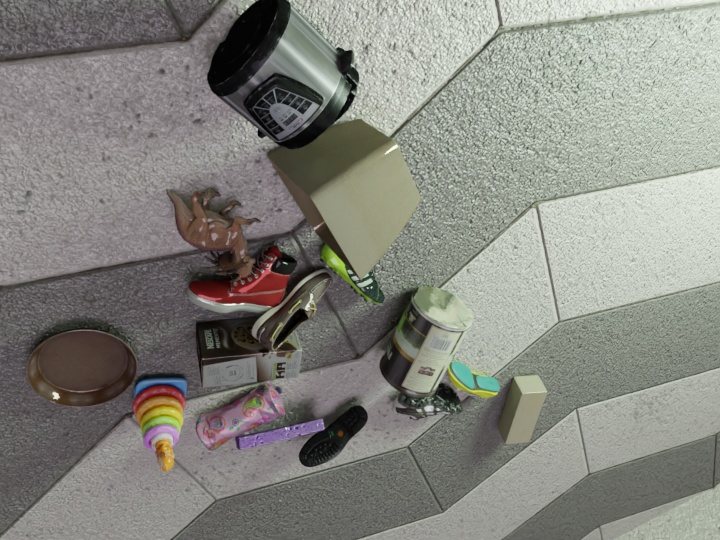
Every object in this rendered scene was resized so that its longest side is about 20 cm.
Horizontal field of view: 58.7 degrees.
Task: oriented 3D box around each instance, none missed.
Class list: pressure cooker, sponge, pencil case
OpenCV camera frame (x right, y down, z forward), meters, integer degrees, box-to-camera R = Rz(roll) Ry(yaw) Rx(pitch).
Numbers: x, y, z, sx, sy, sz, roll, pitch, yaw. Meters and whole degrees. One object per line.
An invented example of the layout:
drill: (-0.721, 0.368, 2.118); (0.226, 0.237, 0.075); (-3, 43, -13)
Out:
pressure cooker: (-0.107, -0.288, 0.974); (0.199, 0.175, 0.180); (35, 83, -38)
sponge: (-0.190, 0.380, 1.490); (0.197, 0.030, 0.112); (-9, 169, -16)
pencil case: (-0.266, 0.323, 1.427); (0.198, 0.088, 0.088); (-27, 130, -1)

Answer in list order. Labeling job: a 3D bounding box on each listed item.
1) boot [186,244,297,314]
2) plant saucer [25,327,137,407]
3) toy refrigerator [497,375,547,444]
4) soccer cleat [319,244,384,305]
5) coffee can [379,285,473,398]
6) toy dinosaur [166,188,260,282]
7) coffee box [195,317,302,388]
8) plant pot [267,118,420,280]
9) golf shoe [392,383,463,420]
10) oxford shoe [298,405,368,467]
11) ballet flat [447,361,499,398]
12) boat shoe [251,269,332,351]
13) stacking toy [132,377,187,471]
boot: (-0.223, 0.007, 1.217); (0.198, 0.073, 0.145); (6, 123, -35)
plant saucer: (-0.538, 0.184, 1.244); (0.197, 0.035, 0.202); (-11, 127, -14)
toy refrigerator: (0.442, 0.382, 1.761); (0.075, 0.070, 0.202); (-2, 125, -11)
soccer cleat: (0.000, 0.000, 1.305); (0.081, 0.067, 0.200); (-47, 128, 0)
coffee can: (0.144, 0.158, 1.423); (0.145, 0.147, 0.202); (8, 121, -26)
toy dinosaur: (-0.259, -0.061, 1.113); (0.198, 0.086, 0.137); (25, 101, -18)
coffee box: (-0.229, 0.161, 1.299); (0.197, 0.113, 0.081); (-4, 127, -20)
plant pot: (-0.014, -0.144, 1.116); (0.176, 0.200, 0.201); (-37, 131, -6)
golf shoe: (0.168, 0.337, 1.625); (0.198, 0.079, 0.095); (16, 135, -28)
oxford shoe: (-0.063, 0.408, 1.562); (0.199, 0.073, 0.084); (-35, 171, -7)
ballet flat: (0.273, 0.287, 1.629); (0.199, 0.068, 0.067); (25, 134, -36)
boat shoe: (-0.124, 0.078, 1.271); (0.200, 0.059, 0.072); (-41, 151, -21)
stacking toy: (-0.401, 0.322, 1.292); (0.108, 0.201, 0.117); (1, 126, -22)
